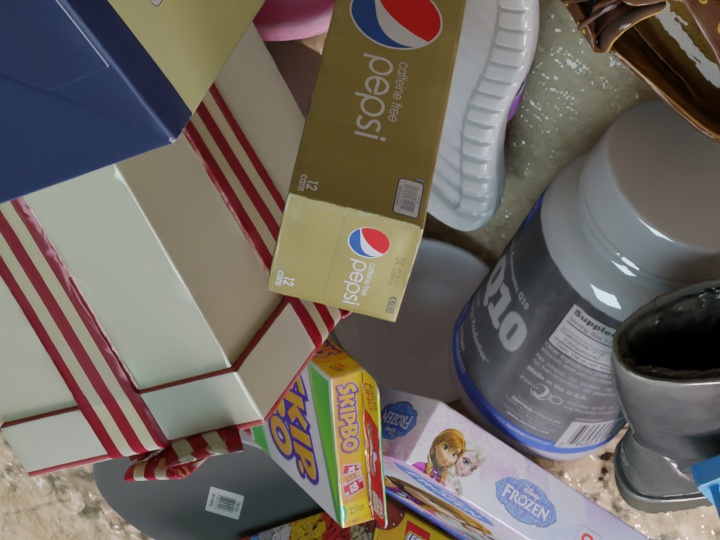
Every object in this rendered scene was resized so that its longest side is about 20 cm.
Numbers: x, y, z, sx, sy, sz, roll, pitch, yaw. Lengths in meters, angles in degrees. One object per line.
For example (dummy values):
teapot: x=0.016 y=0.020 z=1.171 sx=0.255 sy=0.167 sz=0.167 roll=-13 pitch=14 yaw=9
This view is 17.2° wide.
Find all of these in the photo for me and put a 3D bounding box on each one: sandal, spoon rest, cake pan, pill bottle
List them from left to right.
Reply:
cake pan: x=-0.088 y=0.137 z=1.555 sx=0.199 sy=0.037 sz=0.201 roll=11 pitch=145 yaw=7
spoon rest: x=0.000 y=0.000 z=1.368 sx=0.200 sy=0.061 sz=0.099 roll=39 pitch=102 yaw=-9
sandal: x=0.059 y=-0.108 z=1.248 sx=0.082 sy=0.050 sz=0.203 roll=34 pitch=141 yaw=20
pill bottle: x=0.132 y=0.006 z=1.271 sx=0.113 sy=0.114 sz=0.200 roll=30 pitch=139 yaw=-2

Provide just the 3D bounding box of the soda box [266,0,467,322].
soda box: x=0.007 y=-0.076 z=1.120 sx=0.064 sy=0.201 sz=0.068 roll=14 pitch=138 yaw=-1

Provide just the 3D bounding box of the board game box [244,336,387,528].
board game box: x=-0.041 y=0.068 z=1.359 sx=0.200 sy=0.030 sz=0.096 roll=35 pitch=135 yaw=53

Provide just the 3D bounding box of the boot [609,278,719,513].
boot: x=0.211 y=0.058 z=1.232 sx=0.181 sy=0.073 sz=0.200 roll=-17 pitch=149 yaw=-7

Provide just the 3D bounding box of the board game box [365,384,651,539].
board game box: x=0.067 y=0.129 z=1.394 sx=0.200 sy=0.041 sz=0.199 roll=34 pitch=170 yaw=-22

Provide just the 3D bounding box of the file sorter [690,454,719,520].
file sorter: x=0.281 y=0.159 z=1.248 sx=0.138 sy=0.123 sz=0.200 roll=-23 pitch=151 yaw=14

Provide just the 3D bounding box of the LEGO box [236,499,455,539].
LEGO box: x=0.026 y=0.236 z=1.553 sx=0.200 sy=0.077 sz=0.149 roll=34 pitch=142 yaw=-32

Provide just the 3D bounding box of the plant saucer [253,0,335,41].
plant saucer: x=-0.065 y=-0.210 z=1.210 sx=0.200 sy=0.051 sz=0.201 roll=16 pitch=137 yaw=15

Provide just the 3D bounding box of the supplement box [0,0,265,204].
supplement box: x=-0.153 y=-0.148 z=1.129 sx=0.199 sy=0.200 sz=0.134 roll=-15 pitch=124 yaw=39

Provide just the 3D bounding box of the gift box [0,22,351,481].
gift box: x=-0.101 y=-0.004 z=1.222 sx=0.199 sy=0.185 sz=0.187 roll=-11 pitch=117 yaw=37

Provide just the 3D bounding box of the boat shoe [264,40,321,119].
boat shoe: x=-0.092 y=-0.084 z=1.338 sx=0.199 sy=0.075 sz=0.093 roll=15 pitch=137 yaw=25

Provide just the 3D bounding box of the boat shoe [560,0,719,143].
boat shoe: x=0.132 y=-0.142 z=1.155 sx=0.200 sy=0.068 sz=0.072 roll=42 pitch=137 yaw=-15
